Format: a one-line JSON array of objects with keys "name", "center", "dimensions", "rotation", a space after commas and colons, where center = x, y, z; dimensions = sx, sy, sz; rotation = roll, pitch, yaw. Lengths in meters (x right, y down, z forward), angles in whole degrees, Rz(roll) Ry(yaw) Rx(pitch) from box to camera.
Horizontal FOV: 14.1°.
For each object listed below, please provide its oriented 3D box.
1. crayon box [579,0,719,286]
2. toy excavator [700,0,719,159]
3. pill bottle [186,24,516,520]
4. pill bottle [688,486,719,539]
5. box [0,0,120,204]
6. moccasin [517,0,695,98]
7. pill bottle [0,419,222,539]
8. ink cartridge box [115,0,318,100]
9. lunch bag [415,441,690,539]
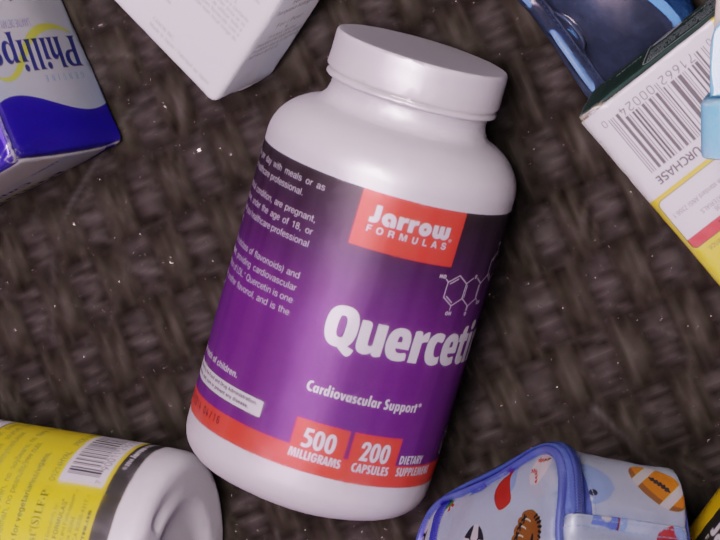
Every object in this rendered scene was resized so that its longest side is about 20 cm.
[{"name": "crayon box", "center": [0.202, -0.030, 1.203], "dimensions": [0.127, 0.051, 0.200], "rotation": [-38, 97, 19]}, {"name": "toy excavator", "center": [0.164, -0.096, 1.123], "dimensions": [0.194, 0.100, 0.201], "rotation": [0, 94, 9]}, {"name": "pill bottle", "center": [0.000, 0.000, 1.264], "dimensions": [0.112, 0.112, 0.201], "rotation": [20, 103, 17]}, {"name": "pill bottle", "center": [0.178, 0.140, 1.190], "dimensions": [0.112, 0.112, 0.200], "rotation": [40, 123, 12]}, {"name": "box", "center": [-0.243, -0.108, 1.348], "dimensions": [0.184, 0.105, 0.201], "rotation": [-25, 88, 22]}, {"name": "moccasin", "center": [0.052, -0.149, 1.247], "dimensions": [0.200, 0.080, 0.068], "rotation": [46, 113, 11]}, {"name": "pill bottle", "center": [-0.174, 0.123, 1.344], "dimensions": [0.199, 0.111, 0.112], "rotation": [8, 99, 20]}, {"name": "ink cartridge box", "center": [-0.063, -0.197, 1.267], "dimensions": [0.160, 0.047, 0.200], "rotation": [46, 130, 11]}, {"name": "lunch bag", "center": [0.070, 0.179, 1.176], "dimensions": [0.160, 0.075, 0.201], "rotation": [-32, 50, 57]}]
